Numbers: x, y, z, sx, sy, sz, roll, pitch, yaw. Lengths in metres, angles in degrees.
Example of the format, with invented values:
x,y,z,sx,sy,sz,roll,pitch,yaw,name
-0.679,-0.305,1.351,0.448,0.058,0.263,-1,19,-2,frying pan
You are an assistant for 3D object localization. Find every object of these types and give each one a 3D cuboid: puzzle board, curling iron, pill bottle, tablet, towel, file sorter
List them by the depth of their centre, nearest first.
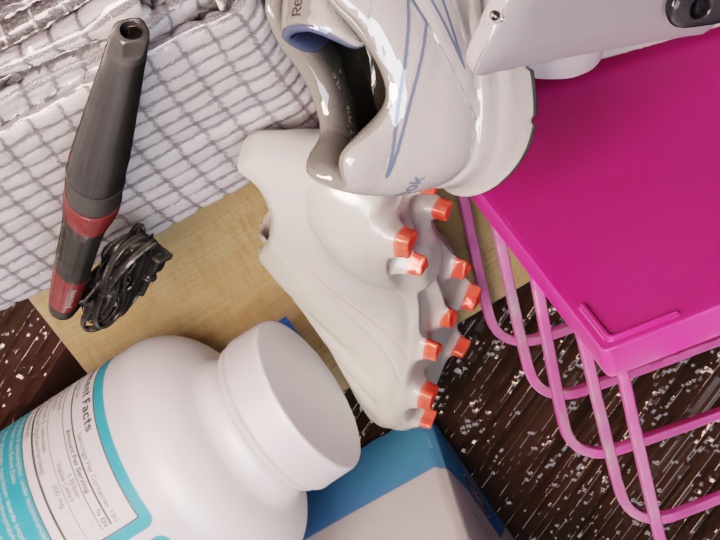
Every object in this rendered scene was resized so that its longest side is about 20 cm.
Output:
x,y,z,sx,sy,sz,roll,pitch,yaw,name
-0.090,-0.034,1.031,0.050,0.026,0.200,-41,163,-24,curling iron
0.111,-0.135,1.034,0.014,0.200,0.130,34,114,23,tablet
-0.121,-0.066,1.071,0.200,0.086,0.166,-28,162,5,towel
0.132,0.008,1.124,0.139,0.200,0.126,-21,122,-8,file sorter
-0.099,0.100,1.177,0.200,0.111,0.111,-32,120,19,pill bottle
-0.033,-0.012,1.198,0.200,0.017,0.151,-31,121,8,puzzle board

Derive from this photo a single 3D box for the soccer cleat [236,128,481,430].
x,y,z,sx,sy,sz,roll,pitch,yaw,name
0.000,0.000,1.145,0.077,0.069,0.200,19,156,16,soccer cleat

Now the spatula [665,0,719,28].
x,y,z,sx,sy,sz,roll,pitch,yaw,name
0.187,-0.120,1.127,0.200,0.021,0.057,-18,128,-43,spatula

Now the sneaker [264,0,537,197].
x,y,z,sx,sy,sz,roll,pitch,yaw,name
0.005,-0.120,1.012,0.087,0.074,0.200,-15,93,-42,sneaker

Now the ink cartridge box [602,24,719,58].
x,y,z,sx,sy,sz,roll,pitch,yaw,name
0.096,-0.182,1.117,0.162,0.057,0.200,-15,131,-2,ink cartridge box

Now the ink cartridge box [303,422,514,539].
x,y,z,sx,sy,sz,roll,pitch,yaw,name
0.019,0.196,1.216,0.146,0.200,0.147,-30,119,7,ink cartridge box

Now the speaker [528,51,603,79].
x,y,z,sx,sy,sz,roll,pitch,yaw,name
0.080,-0.171,1.042,0.081,0.081,0.200,8,123,-15,speaker
